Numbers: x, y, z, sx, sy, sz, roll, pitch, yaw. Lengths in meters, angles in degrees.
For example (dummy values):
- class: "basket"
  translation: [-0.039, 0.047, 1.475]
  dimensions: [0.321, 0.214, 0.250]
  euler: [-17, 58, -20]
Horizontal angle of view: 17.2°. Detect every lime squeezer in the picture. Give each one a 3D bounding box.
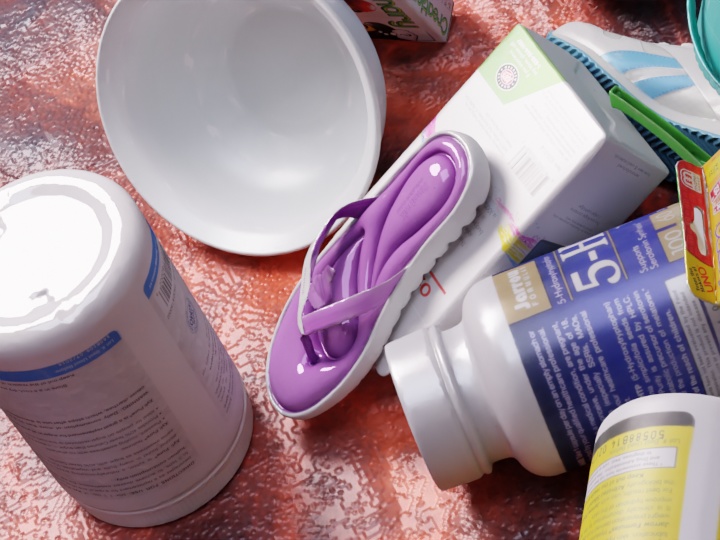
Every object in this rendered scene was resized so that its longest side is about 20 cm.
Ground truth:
- class: "lime squeezer"
  translation: [0.237, -0.060, 1.364]
  dimensions: [0.200, 0.071, 0.038]
  euler: [13, 25, 34]

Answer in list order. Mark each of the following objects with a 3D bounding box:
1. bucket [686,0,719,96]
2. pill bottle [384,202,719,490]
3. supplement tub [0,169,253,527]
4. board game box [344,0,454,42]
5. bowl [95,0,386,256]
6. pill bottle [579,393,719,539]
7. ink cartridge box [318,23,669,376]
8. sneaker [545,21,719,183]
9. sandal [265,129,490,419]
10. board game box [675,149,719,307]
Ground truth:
- class: "bucket"
  translation: [0.294, -0.167, 1.386]
  dimensions: [0.207, 0.135, 0.207]
  euler: [8, 38, -6]
- class: "pill bottle"
  translation: [0.122, 0.047, 1.343]
  dimensions: [0.200, 0.120, 0.120]
  euler: [-22, 50, 4]
- class: "supplement tub"
  translation: [-0.154, 0.048, 1.396]
  dimensions: [0.132, 0.200, 0.132]
  euler: [-10, 51, 13]
- class: "board game box"
  translation: [-0.033, -0.199, 1.541]
  dimensions: [0.126, 0.200, 0.035]
  euler: [5, 77, 25]
- class: "bowl"
  translation: [-0.061, -0.116, 1.521]
  dimensions: [0.201, 0.202, 0.090]
  euler: [7, 24, 25]
- class: "pill bottle"
  translation: [0.164, 0.174, 1.236]
  dimensions: [0.111, 0.111, 0.200]
  euler: [-1, 53, 20]
- class: "ink cartridge box"
  translation: [0.074, -0.031, 1.428]
  dimensions: [0.200, 0.067, 0.117]
  euler: [-48, 47, 17]
- class: "sneaker"
  translation: [0.201, -0.104, 1.466]
  dimensions: [0.200, 0.077, 0.081]
  euler: [30, 59, 30]
- class: "sandal"
  translation: [-0.004, -0.004, 1.405]
  dimensions: [0.203, 0.050, 0.082]
  euler: [-55, 45, 14]
- class: "board game box"
  translation: [0.262, -0.001, 1.302]
  dimensions: [0.200, 0.030, 0.096]
  euler: [16, 50, -20]
